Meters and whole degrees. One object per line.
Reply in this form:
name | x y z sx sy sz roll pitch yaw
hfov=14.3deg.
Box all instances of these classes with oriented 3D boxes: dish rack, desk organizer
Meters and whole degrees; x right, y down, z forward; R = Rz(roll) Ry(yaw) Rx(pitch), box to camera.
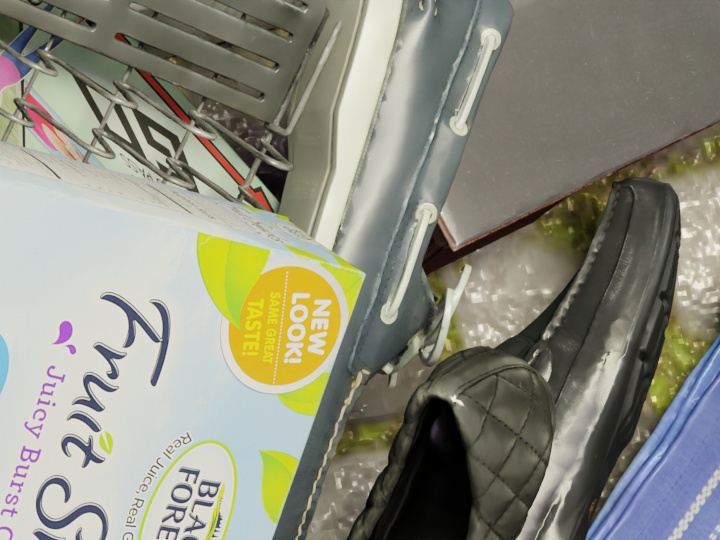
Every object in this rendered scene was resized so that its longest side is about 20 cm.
dish rack | -0.093 -0.022 0.862 0.153 0.055 0.200 20 100 -30
desk organizer | 0.086 -0.068 1.018 0.200 0.077 0.072 -26 84 -23

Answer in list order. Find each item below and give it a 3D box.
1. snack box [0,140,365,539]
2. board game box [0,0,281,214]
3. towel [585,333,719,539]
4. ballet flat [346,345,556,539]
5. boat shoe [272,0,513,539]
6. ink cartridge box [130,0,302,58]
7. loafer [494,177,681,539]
snack box | -0.120 0.047 0.806 0.200 0.068 0.169 13 101 -29
board game box | -0.115 -0.021 0.905 0.135 0.029 0.200 -47 118 -10
towel | 0.177 0.124 1.023 0.200 0.024 0.145 40 68 -4
ballet flat | 0.005 0.113 0.908 0.057 0.066 0.200 -2 116 -52
boat shoe | 0.000 0.000 0.914 0.062 0.075 0.200 14 87 -18
ink cartridge box | -0.124 -0.135 0.965 0.200 0.085 0.146 -17 81 -24
loafer | 0.056 0.053 0.977 0.070 0.068 0.201 20 72 11
